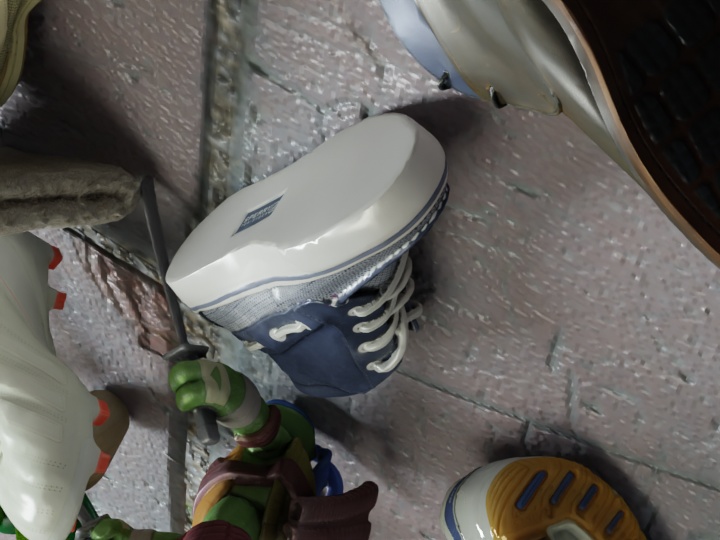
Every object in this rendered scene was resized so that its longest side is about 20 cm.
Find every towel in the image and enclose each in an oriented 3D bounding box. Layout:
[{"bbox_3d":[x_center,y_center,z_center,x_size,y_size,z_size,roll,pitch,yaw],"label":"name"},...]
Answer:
[{"bbox_3d":[-0.209,-0.033,0.892,0.132,0.199,0.035,12,102,46],"label":"towel"}]

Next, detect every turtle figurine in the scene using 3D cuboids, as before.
[{"bbox_3d":[-0.095,0.107,0.919,0.144,0.194,0.200,-31,116,23],"label":"turtle figurine"}]

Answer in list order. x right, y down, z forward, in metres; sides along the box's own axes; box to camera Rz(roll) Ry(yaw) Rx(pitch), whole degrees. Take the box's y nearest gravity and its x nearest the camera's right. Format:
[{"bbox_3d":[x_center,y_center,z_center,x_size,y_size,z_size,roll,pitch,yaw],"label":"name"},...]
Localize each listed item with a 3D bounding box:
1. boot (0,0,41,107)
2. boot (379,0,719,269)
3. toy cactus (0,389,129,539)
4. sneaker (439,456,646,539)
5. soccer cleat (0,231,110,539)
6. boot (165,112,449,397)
[{"bbox_3d":[-0.206,-0.085,0.835,0.073,0.155,0.200,53,146,0],"label":"boot"},{"bbox_3d":[0.070,-0.078,0.661,0.200,0.075,0.097,55,158,-11],"label":"boot"},{"bbox_3d":[-0.170,0.115,1.045,0.200,0.165,0.102,48,119,-2],"label":"toy cactus"},{"bbox_3d":[0.114,0.161,0.914,0.200,0.075,0.088,54,158,-10],"label":"sneaker"},{"bbox_3d":[-0.165,0.046,0.917,0.077,0.200,0.069,15,121,-29],"label":"soccer cleat"},{"bbox_3d":[0.000,0.000,0.830,0.090,0.073,0.200,41,157,-16],"label":"boot"}]
